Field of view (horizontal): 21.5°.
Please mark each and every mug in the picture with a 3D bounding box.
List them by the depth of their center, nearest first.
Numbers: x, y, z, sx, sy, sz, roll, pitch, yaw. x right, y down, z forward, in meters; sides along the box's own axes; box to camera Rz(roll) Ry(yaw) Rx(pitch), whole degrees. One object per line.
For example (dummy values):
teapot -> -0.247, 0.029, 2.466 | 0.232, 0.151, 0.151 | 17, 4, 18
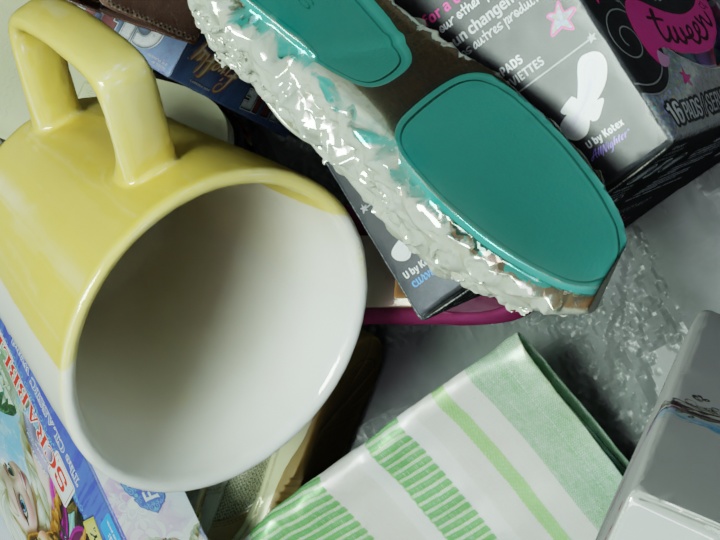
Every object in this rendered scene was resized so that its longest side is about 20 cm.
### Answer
mug -> -0.094, -0.021, 0.836 | 0.153, 0.149, 0.187 | 37, 117, 45

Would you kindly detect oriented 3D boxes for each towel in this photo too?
towel -> 0.045, 0.142, 0.901 | 0.200, 0.023, 0.153 | -37, 99, 23

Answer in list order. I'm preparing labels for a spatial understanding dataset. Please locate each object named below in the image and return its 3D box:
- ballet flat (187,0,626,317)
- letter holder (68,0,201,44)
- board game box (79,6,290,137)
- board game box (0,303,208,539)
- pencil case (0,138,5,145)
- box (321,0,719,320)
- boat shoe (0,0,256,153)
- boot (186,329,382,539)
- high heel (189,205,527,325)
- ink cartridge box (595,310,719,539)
ballet flat -> 0.013, -0.050, 0.665 | 0.200, 0.072, 0.072 | 46, 120, 18
letter holder -> -0.106, -0.213, 0.763 | 0.100, 0.142, 0.200 | 21, 93, 26
board game box -> -0.131, -0.137, 0.919 | 0.200, 0.135, 0.035 | 32, 94, 22
board game box -> -0.145, 0.121, 0.972 | 0.200, 0.041, 0.200 | 62, 151, 18
pencil case -> -0.222, -0.066, 1.024 | 0.200, 0.078, 0.089 | 50, 118, 13
box -> 0.085, -0.079, 0.763 | 0.132, 0.200, 0.115 | -37, 82, 31
boat shoe -> -0.143, -0.085, 0.974 | 0.201, 0.063, 0.074 | 27, 85, 20
boot -> -0.091, 0.082, 0.983 | 0.155, 0.072, 0.200 | 33, 111, 21
high heel -> 0.000, 0.000, 0.907 | 0.200, 0.096, 0.068 | 8, 91, 38
ink cartridge box -> 0.161, 0.135, 0.748 | 0.146, 0.200, 0.147 | 24, 113, 9
